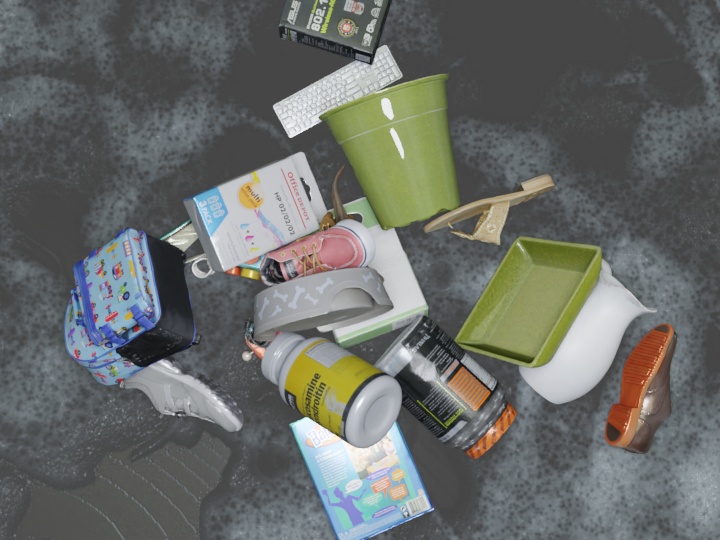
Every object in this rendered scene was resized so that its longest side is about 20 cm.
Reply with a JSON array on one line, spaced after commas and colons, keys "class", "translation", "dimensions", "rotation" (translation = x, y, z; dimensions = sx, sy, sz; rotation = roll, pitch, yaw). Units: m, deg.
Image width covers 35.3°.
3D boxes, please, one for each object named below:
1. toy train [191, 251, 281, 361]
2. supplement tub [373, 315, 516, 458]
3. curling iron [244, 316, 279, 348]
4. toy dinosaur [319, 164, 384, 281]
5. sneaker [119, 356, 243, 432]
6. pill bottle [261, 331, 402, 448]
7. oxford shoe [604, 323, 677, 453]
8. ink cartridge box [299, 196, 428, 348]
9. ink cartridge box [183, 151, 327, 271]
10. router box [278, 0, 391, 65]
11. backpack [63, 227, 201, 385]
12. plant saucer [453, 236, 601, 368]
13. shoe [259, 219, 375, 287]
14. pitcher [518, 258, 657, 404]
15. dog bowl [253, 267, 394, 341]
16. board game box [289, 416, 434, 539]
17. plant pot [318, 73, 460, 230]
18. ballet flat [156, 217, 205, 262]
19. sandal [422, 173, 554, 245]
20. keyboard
[{"class": "toy train", "translation": [-0.157, 0.034, 1.687], "dimensions": [0.150, 0.056, 0.200], "rotation": [-38, 88, -4]}, {"class": "supplement tub", "translation": [0.124, 0.173, 1.653], "dimensions": [0.200, 0.123, 0.123], "rotation": [44, 86, 1]}, {"class": "curling iron", "translation": [-0.097, 0.034, 1.655], "dimensions": [0.050, 0.026, 0.200], "rotation": [46, 77, -16]}, {"class": "toy dinosaur", "translation": [-0.025, -0.067, 1.659], "dimensions": [0.060, 0.106, 0.201], "rotation": [-20, 79, 6]}, {"class": "sneaker", "translation": [-0.263, 0.188, 1.671], "dimensions": [0.200, 0.075, 0.082], "rotation": [31, 92, 12]}, {"class": "pill bottle", "translation": [-0.046, 0.164, 1.620], "dimensions": [0.200, 0.112, 0.112], "rotation": [27, 85, 35]}, {"class": "oxford shoe", "translation": [0.436, 0.178, 1.701], "dimensions": [0.073, 0.071, 0.200], "rotation": [24, 90, -20]}, {"class": "ink cartridge box", "translation": [0.000, 0.000, 1.701], "dimensions": [0.145, 0.048, 0.200], "rotation": [-21, 71, -4]}, {"class": "ink cartridge box", "translation": [-0.139, -0.089, 1.633], "dimensions": [0.200, 0.068, 0.115], "rotation": [-25, 99, -20]}, {"class": "router box", "translation": [-0.025, -0.431, 1.716], "dimensions": [0.149, 0.062, 0.201], "rotation": [16, 83, 2]}, {"class": "backpack", "translation": [-0.346, 0.059, 1.610], "dimensions": [0.200, 0.134, 0.183], "rotation": [-29, 56, 22]}, {"class": "plant saucer", "translation": [0.252, 0.052, 1.639], "dimensions": [0.048, 0.200, 0.200], "rotation": [37, 78, -27]}, {"class": "shoe", "translation": [-0.063, -0.014, 1.558], "dimensions": [0.091, 0.200, 0.072], "rotation": [-30, 100, -30]}, {"class": "pitcher", "translation": [0.321, 0.085, 1.674], "dimensions": [0.121, 0.172, 0.200], "rotation": [32, 106, -24]}, {"class": "dog bowl", "translation": [-0.056, 0.046, 1.559], "dimensions": [0.199, 0.200, 0.059], "rotation": [-12, 81, -3]}, {"class": "board game box", "translation": [0.001, 0.289, 1.680], "dimensions": [0.152, 0.045, 0.200], "rotation": [-22, 87, -3]}, {"class": "plant pot", "translation": [0.061, -0.164, 1.646], "dimensions": [0.200, 0.200, 0.190], "rotation": [-17, 92, -3]}, {"class": "ballet flat", "translation": [-0.229, -0.064, 1.693], "dimensions": [0.200, 0.067, 0.062], "rotation": [-35, 99, 5]}, {"class": "sandal", "translation": [0.204, -0.075, 1.697], "dimensions": [0.211, 0.078, 0.070], "rotation": [-23, 81, -8]}, {"class": "keyboard", "translation": [-0.034, -0.275, 1.735], "dimensions": [0.200, 0.011, 0.056], "rotation": [-29, 87, -3]}]
